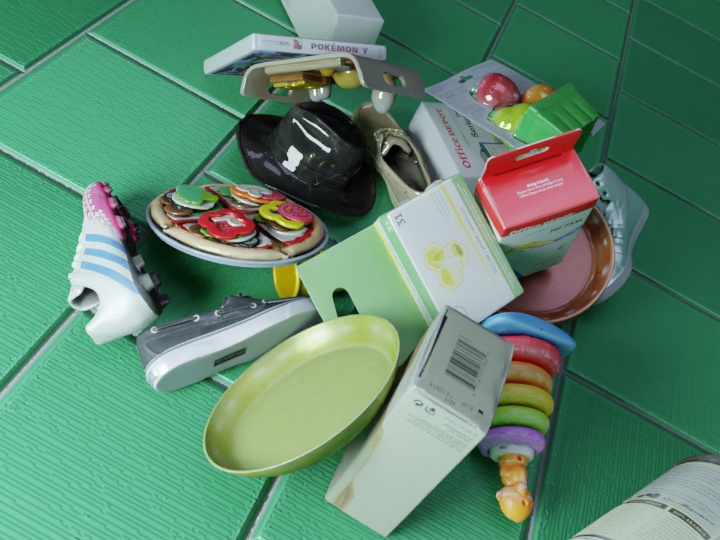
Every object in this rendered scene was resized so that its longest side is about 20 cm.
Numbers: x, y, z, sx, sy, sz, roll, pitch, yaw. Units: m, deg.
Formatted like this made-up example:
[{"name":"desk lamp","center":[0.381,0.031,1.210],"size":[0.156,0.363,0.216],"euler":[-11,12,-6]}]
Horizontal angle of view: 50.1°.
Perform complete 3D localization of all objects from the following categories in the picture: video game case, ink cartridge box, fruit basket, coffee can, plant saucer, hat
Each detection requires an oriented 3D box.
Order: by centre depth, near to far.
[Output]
[{"name":"plant saucer","center":[-0.048,0.114,0.687],"size":[0.031,0.198,0.201],"euler":[60,39,-24]},{"name":"coffee can","center":[0.285,0.274,0.703],"size":[0.198,0.147,0.147],"euler":[-15,58,-35]},{"name":"ink cartridge box","center":[0.054,0.009,0.790],"size":[0.199,0.048,0.147],"euler":[-30,92,-25]},{"name":"ink cartridge box","center":[0.185,-0.062,0.858],"size":[0.115,0.201,0.068],"euler":[-19,67,-10]},{"name":"hat","center":[-0.052,-0.159,0.959],"size":[0.198,0.081,0.202],"euler":[21,39,-18]},{"name":"plant saucer","center":[0.216,-0.024,0.970],"size":[0.197,0.032,0.203],"euler":[-1,66,3]},{"name":"video game case","center":[-0.091,-0.275,1.009],"size":[0.180,0.199,0.023],"euler":[-4,97,-28]},{"name":"fruit basket","center":[0.208,-0.213,1.043],"size":[0.199,0.095,0.185],"euler":[32,42,24]},{"name":"ink cartridge box","center":[0.174,-0.153,1.078],"size":[0.197,0.088,0.147],"euler":[-3,53,-26]}]

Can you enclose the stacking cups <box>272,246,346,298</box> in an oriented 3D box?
[{"name":"stacking cups","center":[0.000,0.000,0.882],"size":[0.198,0.061,0.061],"euler":[-4,52,-33]}]

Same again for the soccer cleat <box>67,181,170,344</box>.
[{"name":"soccer cleat","center":[-0.256,-0.013,0.756],"size":[0.086,0.070,0.201],"euler":[-30,50,-6]}]

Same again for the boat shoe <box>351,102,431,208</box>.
[{"name":"boat shoe","center":[0.045,-0.159,1.023],"size":[0.071,0.065,0.202],"euler":[-17,61,-12]}]

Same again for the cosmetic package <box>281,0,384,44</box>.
[{"name":"cosmetic package","center":[-0.050,-0.402,1.179],"size":[0.084,0.108,0.202],"euler":[-5,54,-30]}]

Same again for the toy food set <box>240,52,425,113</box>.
[{"name":"toy food set","center":[-0.035,-0.229,0.979],"size":[0.198,0.061,0.143],"euler":[4,7,35]}]

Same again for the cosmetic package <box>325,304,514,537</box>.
[{"name":"cosmetic package","center":[0.047,0.136,0.672],"size":[0.071,0.201,0.106],"euler":[30,43,0]}]

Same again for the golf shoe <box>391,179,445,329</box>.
[{"name":"golf shoe","center":[0.063,-0.018,0.852],"size":[0.096,0.078,0.203],"euler":[20,67,-29]}]

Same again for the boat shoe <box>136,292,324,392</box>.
[{"name":"boat shoe","center":[-0.126,0.055,0.763],"size":[0.198,0.070,0.067],"euler":[-22,63,-30]}]

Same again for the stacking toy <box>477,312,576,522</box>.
[{"name":"stacking toy","center":[0.156,0.156,0.793],"size":[0.115,0.110,0.203],"euler":[19,55,-23]}]

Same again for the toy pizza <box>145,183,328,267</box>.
[{"name":"toy pizza","center":[-0.130,-0.061,0.833],"size":[0.197,0.032,0.201],"euler":[10,25,-5]}]

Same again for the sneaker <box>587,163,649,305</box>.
[{"name":"sneaker","center":[0.308,-0.053,1.027],"size":[0.118,0.073,0.201],"euler":[42,55,-15]}]
